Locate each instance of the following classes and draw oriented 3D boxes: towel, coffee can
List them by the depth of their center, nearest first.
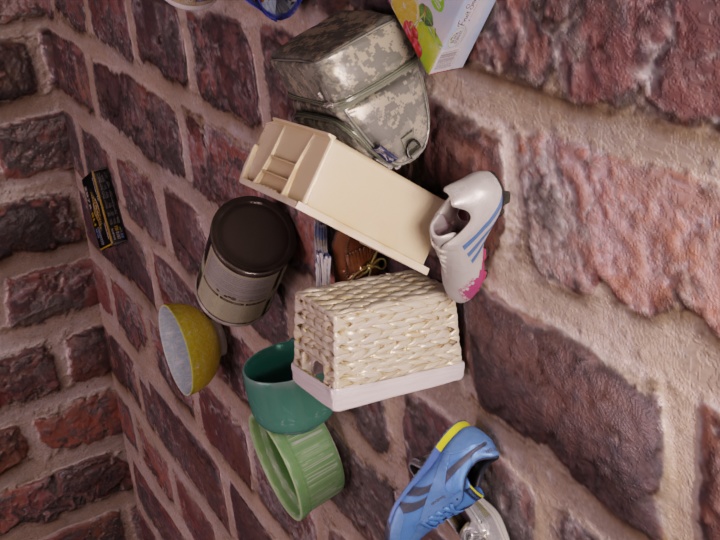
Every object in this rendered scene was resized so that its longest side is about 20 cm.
[{"bbox_3d":[-0.056,-0.009,1.631,0.201,0.023,0.149,-96,5,-59],"label":"towel"},{"bbox_3d":[-0.200,-0.012,1.874,0.148,0.144,0.201,64,154,20],"label":"coffee can"}]

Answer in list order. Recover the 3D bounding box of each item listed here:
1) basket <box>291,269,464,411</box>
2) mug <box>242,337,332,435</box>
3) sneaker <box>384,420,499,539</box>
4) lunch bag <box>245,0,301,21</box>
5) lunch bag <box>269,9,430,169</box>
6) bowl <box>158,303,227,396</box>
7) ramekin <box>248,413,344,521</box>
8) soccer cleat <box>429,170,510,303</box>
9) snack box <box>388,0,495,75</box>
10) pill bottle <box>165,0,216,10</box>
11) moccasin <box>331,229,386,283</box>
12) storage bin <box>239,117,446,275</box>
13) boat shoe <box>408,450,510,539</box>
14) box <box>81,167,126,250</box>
[{"bbox_3d":[0.020,0.083,1.408,0.135,0.197,0.126,26,123,58],"label":"basket"},{"bbox_3d":[-0.102,0.193,1.813,0.150,0.184,0.116,7,117,38],"label":"mug"},{"bbox_3d":[0.104,0.293,1.405,0.078,0.066,0.201,40,100,35],"label":"sneaker"},{"bbox_3d":[-0.136,-0.466,1.511,0.200,0.122,0.172,101,147,-69],"label":"lunch bag"},{"bbox_3d":[-0.005,-0.219,1.363,0.199,0.138,0.169,25,146,61],"label":"lunch bag"},{"bbox_3d":[-0.347,0.156,2.331,0.200,0.106,0.203,43,141,49],"label":"bowl"},{"bbox_3d":[-0.109,0.322,1.908,0.201,0.097,0.202,52,156,35],"label":"ramekin"},{"bbox_3d":[0.109,-0.035,1.275,0.070,0.085,0.202,55,150,35],"label":"soccer cleat"},{"bbox_3d":[0.092,-0.332,1.175,0.144,0.052,0.201,63,153,21],"label":"snack box"},{"bbox_3d":[-0.268,-0.529,1.755,0.112,0.110,0.201,60,152,27],"label":"pill bottle"},{"bbox_3d":[-0.001,0.001,1.550,0.077,0.073,0.204,38,135,34],"label":"moccasin"},{"bbox_3d":[-0.022,-0.096,1.344,0.198,0.198,0.095,26,91,60],"label":"storage bin"},{"bbox_3d":[0.136,0.326,1.456,0.203,0.064,0.075,59,152,30],"label":"boat shoe"},{"bbox_3d":[-0.693,-0.164,2.951,0.159,0.049,0.203,-9,96,67],"label":"box"}]
